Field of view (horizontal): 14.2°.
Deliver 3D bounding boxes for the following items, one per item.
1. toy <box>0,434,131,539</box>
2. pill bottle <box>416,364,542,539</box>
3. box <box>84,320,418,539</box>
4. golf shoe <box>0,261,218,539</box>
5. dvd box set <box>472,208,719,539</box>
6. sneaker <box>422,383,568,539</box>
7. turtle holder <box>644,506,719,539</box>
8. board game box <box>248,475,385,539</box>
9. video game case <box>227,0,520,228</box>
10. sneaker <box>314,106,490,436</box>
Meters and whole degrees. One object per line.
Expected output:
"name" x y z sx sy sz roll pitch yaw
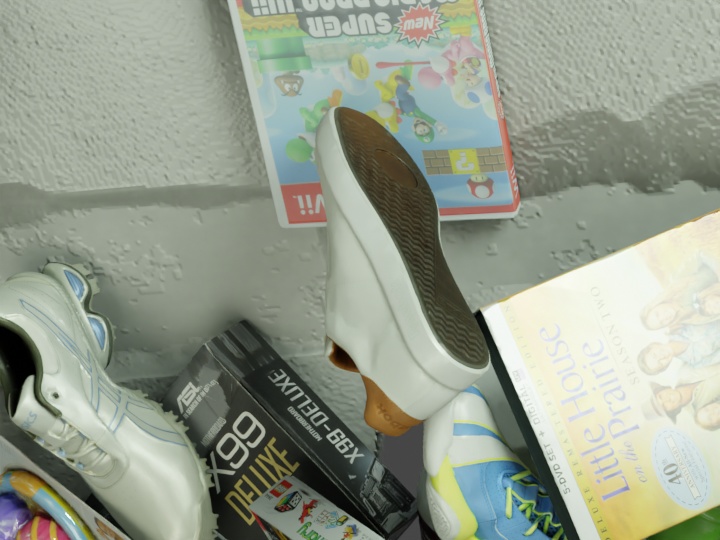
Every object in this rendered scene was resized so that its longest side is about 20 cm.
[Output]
"toy" -0.179 0.174 1.719 0.199 0.047 0.115 32 147 24
"pill bottle" 0.092 0.160 1.665 0.113 0.114 0.201 3 122 16
"box" -0.076 0.153 1.729 0.158 0.050 0.200 46 125 10
"golf shoe" -0.164 0.093 1.678 0.078 0.097 0.200 -44 75 34
"dvd box set" 0.176 0.050 1.520 0.199 0.029 0.147 -21 83 -12
"sneaker" 0.099 0.140 1.549 0.104 0.076 0.201 -7 119 15
"turtle holder" 0.214 0.178 1.587 0.140 0.185 0.132 25 91 -18
"board game box" 0.021 0.214 1.612 0.035 0.126 0.201 -38 117 -14
"video game case" 0.003 -0.116 1.584 0.142 0.017 0.201 -2 120 19
"sneaker" 0.000 0.000 1.532 0.073 0.201 0.085 22 126 -36
